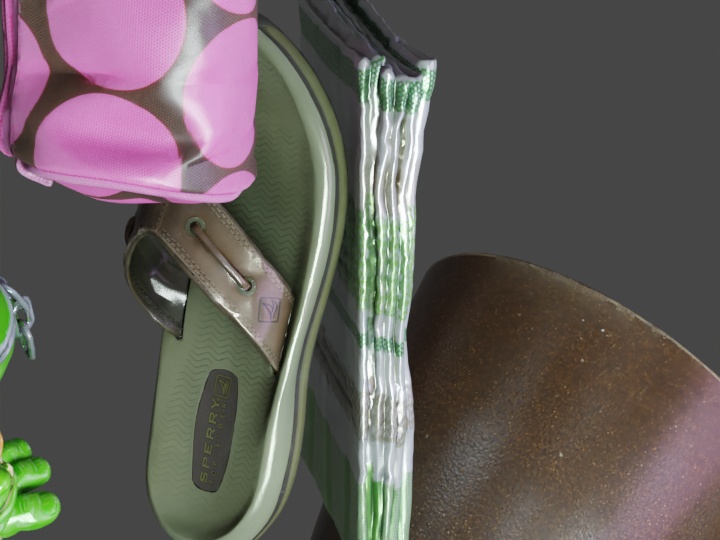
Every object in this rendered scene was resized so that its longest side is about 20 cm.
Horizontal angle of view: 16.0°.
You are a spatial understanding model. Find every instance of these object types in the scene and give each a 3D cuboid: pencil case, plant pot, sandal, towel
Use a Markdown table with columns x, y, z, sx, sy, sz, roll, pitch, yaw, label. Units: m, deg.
| x | y | z | sx | sy | sz | roll | pitch | yaw | label |
| --- | --- | --- | --- | --- | --- | --- | --- | --- | --- |
| -0.080 | -0.120 | 0.821 | 0.091 | 0.093 | 0.202 | -142 | -132 | -67 | pencil case |
| 0.050 | 0.129 | 1.068 | 0.200 | 0.186 | 0.187 | -53 | 144 | -21 | plant pot |
| -0.052 | 0.005 | 0.918 | 0.057 | 0.079 | 0.203 | -3 | 100 | -50 | sandal |
| 0.000 | 0.000 | 0.979 | 0.149 | 0.030 | 0.202 | -120 | -151 | -69 | towel |

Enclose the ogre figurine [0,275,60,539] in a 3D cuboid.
| x | y | z | sx | sy | sz | roll | pitch | yaw | label |
| --- | --- | --- | --- | --- | --- | --- | --- | --- | --- |
| -0.145 | 0.067 | 0.725 | 0.200 | 0.098 | 0.120 | -49 | 158 | -27 | ogre figurine |
